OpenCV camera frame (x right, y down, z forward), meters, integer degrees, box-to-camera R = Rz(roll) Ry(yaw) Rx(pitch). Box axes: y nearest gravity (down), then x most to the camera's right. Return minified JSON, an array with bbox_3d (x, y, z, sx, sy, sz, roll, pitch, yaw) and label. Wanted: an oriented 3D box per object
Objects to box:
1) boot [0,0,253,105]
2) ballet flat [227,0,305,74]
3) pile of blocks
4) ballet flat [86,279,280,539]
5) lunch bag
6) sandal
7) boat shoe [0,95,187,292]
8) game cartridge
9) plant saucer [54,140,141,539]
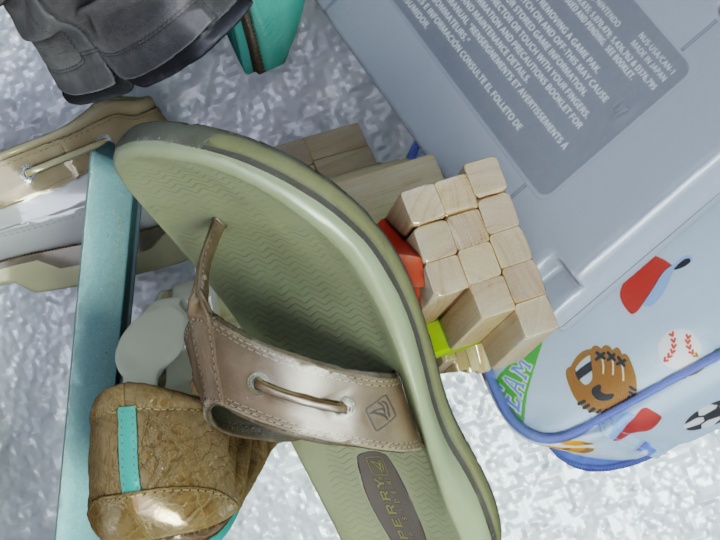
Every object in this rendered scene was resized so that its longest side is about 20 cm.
[{"bbox_3d":[-0.137,-0.115,0.738,0.070,0.200,0.132,-49,121,-25],"label":"boot"},{"bbox_3d":[-0.047,-0.161,0.714,0.070,0.067,0.200,-28,123,-3],"label":"ballet flat"},{"bbox_3d":[0.000,0.000,0.708,0.062,0.200,0.082,-17,103,-14],"label":"pile of blocks"},{"bbox_3d":[-0.059,0.043,0.725,0.068,0.200,0.073,-10,98,11],"label":"ballet flat"},{"bbox_3d":[0.121,-0.032,0.727,0.200,0.076,0.161,-30,62,17],"label":"lunch bag"},{"bbox_3d":[-0.015,0.039,0.636,0.080,0.057,0.201,-3,124,45],"label":"sandal"},{"bbox_3d":[-0.166,-0.022,0.791,0.199,0.075,0.069,-11,99,-4],"label":"boat shoe"},{"bbox_3d":[0.068,-0.091,0.717,0.133,0.040,0.200,-43,55,14],"label":"game cartridge"},{"bbox_3d":[-0.097,0.055,0.735,0.019,0.070,0.201,7,96,-3],"label":"plant saucer"}]
